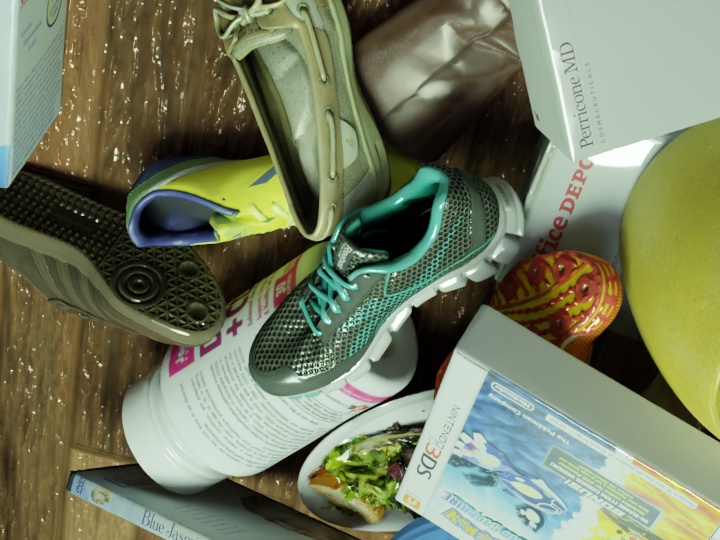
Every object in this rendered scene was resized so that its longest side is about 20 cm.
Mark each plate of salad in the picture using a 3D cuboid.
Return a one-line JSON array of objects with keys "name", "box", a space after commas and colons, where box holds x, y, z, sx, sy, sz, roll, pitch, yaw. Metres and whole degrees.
[{"name": "plate of salad", "box": [0.054, 0.145, 1.128, 0.198, 0.048, 0.201, -9, 144, -7]}]

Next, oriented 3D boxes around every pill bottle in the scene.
[{"name": "pill bottle", "box": [-0.067, 0.074, 1.104, 0.199, 0.114, 0.113, -33, 113, 30]}]

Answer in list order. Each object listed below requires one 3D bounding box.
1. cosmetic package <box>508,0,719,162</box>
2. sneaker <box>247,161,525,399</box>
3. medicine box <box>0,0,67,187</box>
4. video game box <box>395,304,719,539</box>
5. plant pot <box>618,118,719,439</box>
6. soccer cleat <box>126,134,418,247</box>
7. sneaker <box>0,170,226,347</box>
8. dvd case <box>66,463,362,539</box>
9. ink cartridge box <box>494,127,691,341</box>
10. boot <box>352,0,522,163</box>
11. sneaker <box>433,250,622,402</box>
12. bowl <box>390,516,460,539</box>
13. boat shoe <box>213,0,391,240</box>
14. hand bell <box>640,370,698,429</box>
[{"name": "cosmetic package", "box": [0.186, -0.144, 0.860, 0.198, 0.085, 0.108, -19, 112, -3]}, {"name": "sneaker", "box": [0.000, 0.000, 0.952, 0.200, 0.078, 0.091, -40, 149, 13]}, {"name": "medicine box", "box": [-0.281, -0.177, 0.979, 0.180, 0.103, 0.201, 14, 128, 2]}, {"name": "video game box", "box": [0.127, 0.132, 0.945, 0.199, 0.047, 0.183, 31, 146, 11]}, {"name": "plant pot", "box": [0.242, 0.026, 0.875, 0.198, 0.142, 0.202, 5, 125, 7]}, {"name": "soccer cleat", "box": [-0.059, -0.045, 1.035, 0.198, 0.084, 0.065, -5, 124, 16]}, {"name": "sneaker", "box": [-0.177, 0.001, 1.096, 0.199, 0.071, 0.076, 32, 144, 15]}, {"name": "dvd case", "box": [-0.093, 0.180, 1.138, 0.199, 0.142, 0.018, 19, 98, 28]}, {"name": "ink cartridge box", "box": [0.198, -0.032, 0.984, 0.198, 0.088, 0.146, 18, 127, -2]}, {"name": "boot", "box": [0.037, -0.170, 0.943, 0.186, 0.064, 0.200, 43, 128, -15]}, {"name": "sneaker", "box": [0.113, 0.047, 0.982, 0.076, 0.074, 0.200, 8, 151, -20]}, {"name": "bowl", "box": [0.110, 0.234, 1.103, 0.198, 0.040, 0.202, 7, 138, 6]}, {"name": "boat shoe", "box": [-0.045, -0.119, 0.955, 0.073, 0.063, 0.202, -12, 101, 40]}, {"name": "hand bell", "box": [0.137, 0.142, 1.085, 0.198, 0.104, 0.105, -21, 120, 9]}]
